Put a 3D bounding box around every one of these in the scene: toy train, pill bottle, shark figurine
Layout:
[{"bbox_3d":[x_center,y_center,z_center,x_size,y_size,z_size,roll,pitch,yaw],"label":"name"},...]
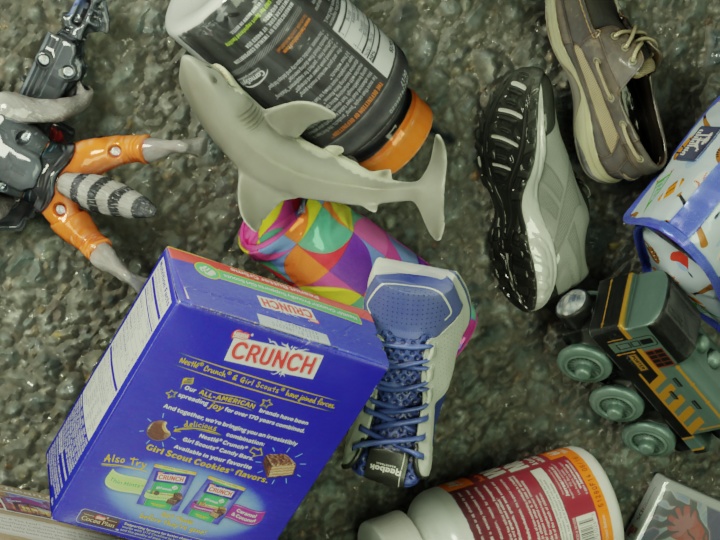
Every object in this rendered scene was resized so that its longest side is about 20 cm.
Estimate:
[{"bbox_3d":[0.245,0.080,1.467,0.200,0.114,0.085,47,46,-31],"label":"toy train"},{"bbox_3d":[0.106,0.221,1.462,0.200,0.110,0.110,-14,110,-19],"label":"pill bottle"},{"bbox_3d":[-0.039,-0.061,1.253,0.214,0.128,0.090,24,65,6],"label":"shark figurine"},{"bbox_3d":[-0.037,-0.152,1.298,0.200,0.106,0.106,40,87,-27],"label":"pill bottle"}]

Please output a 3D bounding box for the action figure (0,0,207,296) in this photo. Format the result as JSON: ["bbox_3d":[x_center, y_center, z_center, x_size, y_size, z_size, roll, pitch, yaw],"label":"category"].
[{"bbox_3d":[-0.207,-0.096,1.223,0.193,0.105,0.200,21,101,7],"label":"action figure"}]

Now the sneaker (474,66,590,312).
[{"bbox_3d":[0.144,-0.069,1.424,0.079,0.074,0.200,-20,118,-27],"label":"sneaker"}]

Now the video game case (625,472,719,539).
[{"bbox_3d":[0.304,0.298,1.617,0.200,0.023,0.182,25,94,-27],"label":"video game case"}]

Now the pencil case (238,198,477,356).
[{"bbox_3d":[0.000,0.000,1.371,0.200,0.088,0.088,39,87,-28],"label":"pencil case"}]

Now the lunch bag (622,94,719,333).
[{"bbox_3d":[0.303,-0.060,1.422,0.170,0.124,0.200,-50,159,-3],"label":"lunch bag"}]

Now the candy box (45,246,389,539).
[{"bbox_3d":[-0.103,0.099,1.244,0.169,0.077,0.200,20,118,-28],"label":"candy box"}]

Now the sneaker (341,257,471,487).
[{"bbox_3d":[0.033,0.094,1.318,0.080,0.115,0.200,8,137,1],"label":"sneaker"}]

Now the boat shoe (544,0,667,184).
[{"bbox_3d":[0.202,-0.166,1.400,0.074,0.073,0.200,-38,119,-44],"label":"boat shoe"}]

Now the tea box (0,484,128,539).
[{"bbox_3d":[-0.265,0.269,1.304,0.200,0.134,0.197,16,98,-26],"label":"tea box"}]
